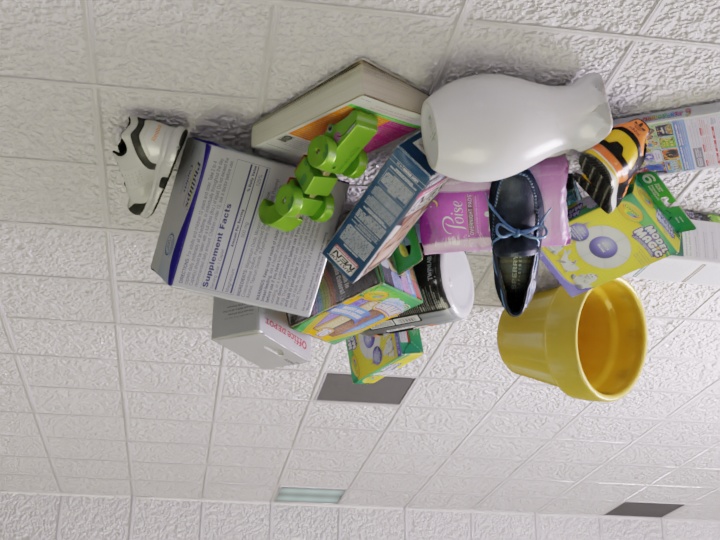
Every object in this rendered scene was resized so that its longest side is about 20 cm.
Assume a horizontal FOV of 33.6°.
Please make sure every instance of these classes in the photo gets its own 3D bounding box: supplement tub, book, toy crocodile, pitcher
[{"bbox_3d":[0.056,0.029,1.747,0.199,0.123,0.122,-12,154,28],"label":"supplement tub"},{"bbox_3d":[-0.019,-0.176,1.442,0.133,0.048,0.199,17,152,-41],"label":"book"},{"bbox_3d":[-0.050,-0.116,1.410,0.067,0.062,0.200,6,135,-41],"label":"toy crocodile"},{"bbox_3d":[0.172,-0.160,1.394,0.198,0.122,0.172,-8,163,-10],"label":"pitcher"}]

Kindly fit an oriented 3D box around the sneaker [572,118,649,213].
[{"bbox_3d":[0.318,-0.131,1.464,0.090,0.070,0.200,-42,169,1],"label":"sneaker"}]

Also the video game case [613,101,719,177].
[{"bbox_3d":[0.396,-0.161,1.499,0.199,0.018,0.143,-8,156,18],"label":"video game case"}]

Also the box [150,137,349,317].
[{"bbox_3d":[-0.142,-0.056,1.524,0.199,0.185,0.105,14,-173,-28],"label":"box"}]

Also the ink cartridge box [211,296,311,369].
[{"bbox_3d":[-0.137,0.023,1.703,0.083,0.201,0.145,-12,154,25],"label":"ink cartridge box"}]

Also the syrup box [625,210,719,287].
[{"bbox_3d":[0.447,-0.035,1.711,0.198,0.079,0.081,7,156,-13],"label":"syrup box"}]

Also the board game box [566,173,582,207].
[{"bbox_3d":[0.254,-0.073,1.691,0.134,0.028,0.200,-7,155,17],"label":"board game box"}]

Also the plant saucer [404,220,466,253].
[{"bbox_3d":[0.058,-0.038,1.780,0.198,0.028,0.200,0,157,0],"label":"plant saucer"}]

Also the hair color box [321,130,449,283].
[{"bbox_3d":[0.041,-0.082,1.475,0.100,0.061,0.200,-35,167,-50],"label":"hair color box"}]

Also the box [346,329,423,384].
[{"bbox_3d":[0.029,0.114,1.997,0.048,0.118,0.200,-1,160,-27],"label":"box"}]

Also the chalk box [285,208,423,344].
[{"bbox_3d":[0.000,0.000,1.643,0.199,0.125,0.124,-25,155,22],"label":"chalk box"}]

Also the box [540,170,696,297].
[{"bbox_3d":[0.337,-0.049,1.602,0.199,0.049,0.117,-28,115,34],"label":"box"}]

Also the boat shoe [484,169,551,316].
[{"bbox_3d":[0.202,-0.035,1.489,0.083,0.069,0.201,-7,119,8],"label":"boat shoe"}]

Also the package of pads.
[{"bbox_3d":[0.173,-0.090,1.544,0.198,0.076,0.121,-3,118,6],"label":"package of pads"}]

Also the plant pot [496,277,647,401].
[{"bbox_3d":[0.330,0.106,1.924,0.200,0.202,0.188,22,164,-41],"label":"plant pot"}]

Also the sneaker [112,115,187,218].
[{"bbox_3d":[-0.278,-0.137,1.525,0.080,0.074,0.200,21,148,-10],"label":"sneaker"}]
